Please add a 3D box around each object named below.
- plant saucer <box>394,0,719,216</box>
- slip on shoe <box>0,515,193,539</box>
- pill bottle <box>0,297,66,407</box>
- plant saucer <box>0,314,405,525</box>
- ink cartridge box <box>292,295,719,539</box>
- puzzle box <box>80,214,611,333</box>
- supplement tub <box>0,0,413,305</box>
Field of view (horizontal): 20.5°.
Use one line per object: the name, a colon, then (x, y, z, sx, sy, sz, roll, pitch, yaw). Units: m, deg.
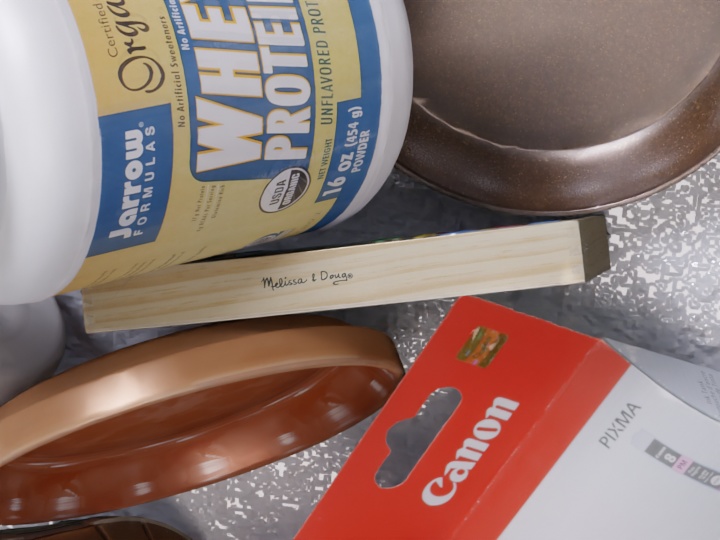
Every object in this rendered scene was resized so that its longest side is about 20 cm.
plant saucer: (0.074, -0.117, 0.798, 0.200, 0.032, 0.201, 3, 120, 6)
slip on shoe: (-0.147, 0.155, 0.918, 0.060, 0.200, 0.076, -15, 79, 38)
pill bottle: (-0.224, 0.078, 0.905, 0.111, 0.111, 0.200, 31, 119, -9)
plant saucer: (-0.080, 0.062, 0.849, 0.200, 0.200, 0.032, -23, 74, 19)
ink cartridge box: (0.095, 0.107, 0.875, 0.200, 0.057, 0.163, 15, 123, -29)
puzzle box: (0.000, 0.000, 0.819, 0.199, 0.133, 0.026, -6, 91, 11)
supplement tub: (-0.096, -0.068, 0.736, 0.145, 0.200, 0.145, 24, 121, 47)
